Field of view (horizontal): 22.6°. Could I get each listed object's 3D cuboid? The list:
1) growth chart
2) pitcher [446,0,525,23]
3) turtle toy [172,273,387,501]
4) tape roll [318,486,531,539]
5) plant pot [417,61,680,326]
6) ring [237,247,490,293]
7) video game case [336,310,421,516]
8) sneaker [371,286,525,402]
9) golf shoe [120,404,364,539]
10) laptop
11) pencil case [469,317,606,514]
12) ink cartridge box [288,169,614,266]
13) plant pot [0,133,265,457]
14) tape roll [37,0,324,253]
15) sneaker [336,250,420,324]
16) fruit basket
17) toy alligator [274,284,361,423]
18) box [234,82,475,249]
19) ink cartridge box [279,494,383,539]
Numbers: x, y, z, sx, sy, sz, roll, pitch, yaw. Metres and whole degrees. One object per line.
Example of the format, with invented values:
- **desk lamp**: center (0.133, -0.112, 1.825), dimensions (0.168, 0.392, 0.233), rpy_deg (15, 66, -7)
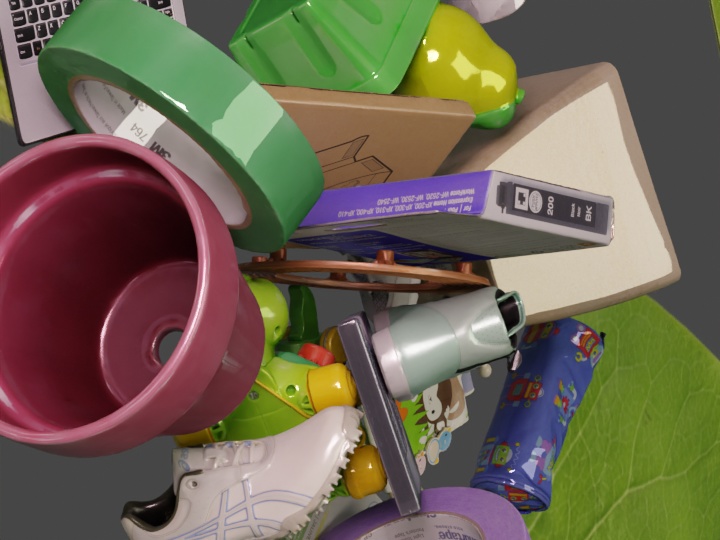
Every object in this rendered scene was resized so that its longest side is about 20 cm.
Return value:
- **growth chart**: center (0.059, 0.104, 1.612), dimensions (0.200, 0.018, 0.145), rpy_deg (-50, 129, -40)
- **pitcher**: center (0.077, -0.336, 1.562), dimensions (0.200, 0.121, 0.172), rpy_deg (47, 33, -56)
- **turtle toy**: center (-0.066, 0.099, 1.355), dimensions (0.101, 0.145, 0.201), rpy_deg (-88, 161, -62)
- **tape roll**: center (0.040, 0.249, 1.359), dimensions (0.200, 0.199, 0.066), rpy_deg (-46, 124, -43)
- **plant pot**: center (0.122, -0.044, 1.546), dimensions (0.177, 0.199, 0.201), rpy_deg (-29, 105, -34)
- **ring**: center (0.000, 0.000, 1.374), dimensions (0.200, 0.200, 0.019), rpy_deg (9, 83, -53)
- **video game case**: center (0.016, 0.103, 1.361), dimensions (0.200, 0.019, 0.144), rpy_deg (-14, 86, -87)
- **sneaker**: center (0.073, 0.054, 1.403), dimensions (0.200, 0.118, 0.074), rpy_deg (-73, 145, -87)
- **golf shoe**: center (-0.087, 0.152, 1.281), dimensions (0.097, 0.200, 0.078), rpy_deg (42, 18, -17)
- **laptop**: center (-0.151, -0.204, 1.236), dimensions (0.187, 0.115, 0.201), rpy_deg (-25, 110, -50)
- **pencil case**: center (0.169, 0.136, 1.712), dimensions (0.087, 0.078, 0.201), rpy_deg (52, 52, -43)
- **ink cartridge box**: center (0.046, -0.039, 1.293), dimensions (0.199, 0.197, 0.044), rpy_deg (8, 80, -47)
- **plant pot**: center (-0.154, 0.031, 1.191), dimensions (0.179, 0.199, 0.201), rpy_deg (36, 61, -66)
- **tape roll**: center (-0.117, -0.093, 1.170), dimensions (0.048, 0.200, 0.201), rpy_deg (-52, 132, -18)
- **sneaker**: center (-0.011, -0.041, 1.487), dimensions (0.082, 0.075, 0.201), rpy_deg (-26, 110, -30)
- **fruit basket**: center (0.022, -0.174, 1.417), dimensions (0.215, 0.155, 0.217), rpy_deg (23, 57, -41)
- **toy alligator**: center (-0.030, 0.107, 1.454), dimensions (0.054, 0.059, 0.201), rpy_deg (-45, 125, -44)
- **box**: center (-0.033, -0.072, 1.342), dimensions (0.199, 0.164, 0.021), rpy_deg (0, 51, -38)
- **ink cartridge box**: center (-0.019, 0.255, 1.485), dimensions (0.200, 0.048, 0.146), rpy_deg (50, 52, -39)
